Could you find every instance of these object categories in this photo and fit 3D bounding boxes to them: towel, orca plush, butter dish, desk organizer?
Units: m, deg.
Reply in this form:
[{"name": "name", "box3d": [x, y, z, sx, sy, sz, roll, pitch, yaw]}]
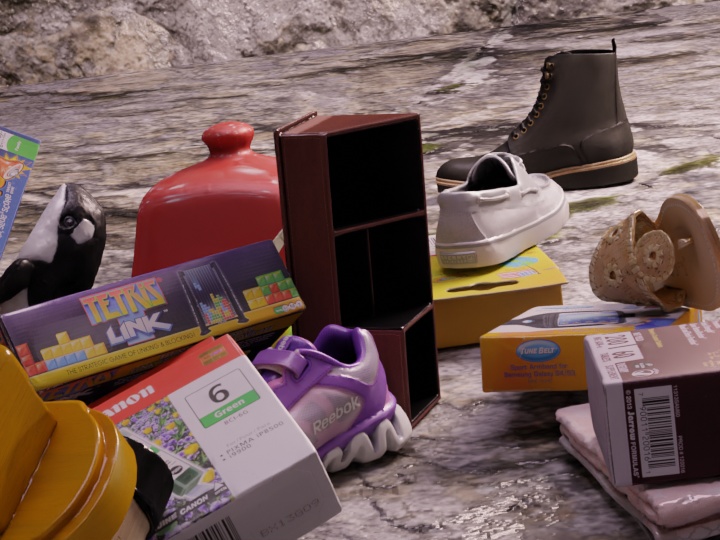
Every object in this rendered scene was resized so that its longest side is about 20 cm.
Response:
[{"name": "towel", "box3d": [0.225, 0.100, 1.125, 0.190, 0.032, 0.200, -10, 13, -8]}, {"name": "orca plush", "box3d": [-0.215, 0.044, 1.348, 0.071, 0.201, 0.105, 27, -16, 7]}, {"name": "butter dish", "box3d": [-0.101, -0.047, 1.625, 0.199, 0.149, 0.199, -4, 6, 13]}, {"name": "desk organizer", "box3d": [0.000, 0.000, 1.296, 0.077, 0.201, 0.072, 0, 15, 20]}]

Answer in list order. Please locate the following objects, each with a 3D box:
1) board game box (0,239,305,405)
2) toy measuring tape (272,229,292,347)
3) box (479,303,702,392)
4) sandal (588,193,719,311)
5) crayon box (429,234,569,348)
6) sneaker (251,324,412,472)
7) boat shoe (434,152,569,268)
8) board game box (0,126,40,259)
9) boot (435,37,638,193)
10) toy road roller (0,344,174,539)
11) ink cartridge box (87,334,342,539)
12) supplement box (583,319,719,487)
[{"name": "board game box", "box3d": [-0.157, 0.060, 1.267, 0.199, 0.057, 0.165, -16, -19, -35]}, {"name": "toy measuring tape", "box3d": [-0.058, 0.016, 1.454, 0.073, 0.074, 0.200, 9, 50, 50]}, {"name": "box", "box3d": [0.158, 0.047, 1.310, 0.118, 0.042, 0.200, -3, 6, 16]}, {"name": "sandal", "box3d": [0.182, 0.002, 1.301, 0.069, 0.078, 0.212, -23, 0, -3]}, {"name": "crayon box", "box3d": [0.079, 0.015, 1.509, 0.126, 0.051, 0.200, -8, 13, -5]}, {"name": "sneaker", "box3d": [-0.051, 0.088, 1.194, 0.080, 0.089, 0.200, 7, 22, 40]}, {"name": "boat shoe", "box3d": [0.106, -0.055, 1.532, 0.072, 0.069, 0.200, 1, 15, 30]}, {"name": "board game box", "box3d": [-0.263, 0.018, 1.302, 0.034, 0.200, 0.136, 20, 49, -11]}, {"name": "boot", "box3d": [0.166, -0.149, 1.958, 0.199, 0.139, 0.077, -8, 14, 0]}, {"name": "toy road roller", "box3d": [-0.201, 0.112, 0.976, 0.199, 0.146, 0.123, -5, 43, 27]}, {"name": "ink cartridge box", "box3d": [-0.101, 0.093, 1.107, 0.109, 0.051, 0.200, -29, 36, -9]}, {"name": "supplement box", "box3d": [0.227, 0.063, 1.079, 0.199, 0.061, 0.109, -7, 12, 2]}]
